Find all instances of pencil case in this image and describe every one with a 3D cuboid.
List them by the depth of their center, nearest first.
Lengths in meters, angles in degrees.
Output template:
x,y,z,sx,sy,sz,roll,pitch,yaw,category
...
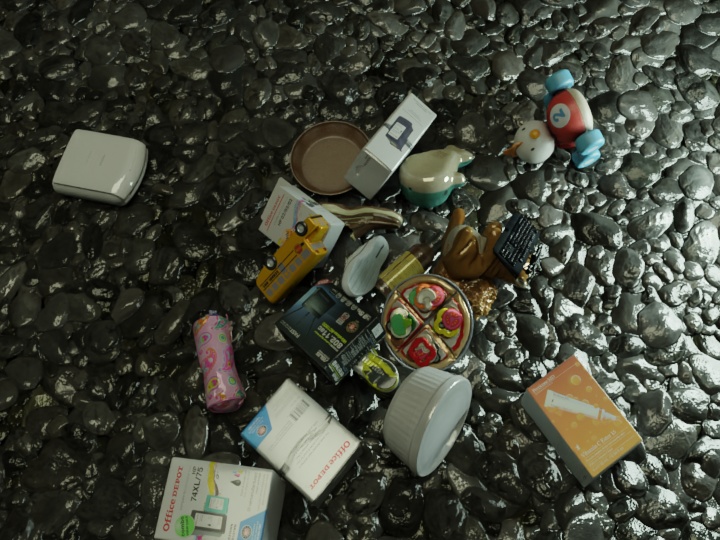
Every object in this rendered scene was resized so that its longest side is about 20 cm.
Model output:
x,y,z,sx,sy,sz,roll,pitch,yaw,category
-0.294,0.190,1.592,0.085,0.088,0.204,-15,64,-3,pencil case

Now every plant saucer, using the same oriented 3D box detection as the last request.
x,y,z,sx,sy,sz,roll,pitch,yaw,category
-0.067,-0.258,1.806,0.195,0.037,0.205,-1,65,3,plant saucer

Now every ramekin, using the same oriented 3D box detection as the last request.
x,y,z,sx,sy,sz,roll,pitch,yaw,category
0.123,0.279,1.461,0.093,0.204,0.204,24,68,29,ramekin

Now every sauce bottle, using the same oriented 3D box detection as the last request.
x,y,z,sx,sy,sz,roll,pitch,yaw,category
0.112,-0.011,1.661,0.199,0.065,0.065,-40,68,-13,sauce bottle

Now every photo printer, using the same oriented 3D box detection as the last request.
x,y,z,sx,sy,sz,roll,pitch,yaw,category
-0.609,-0.243,1.825,0.195,0.070,0.170,11,67,10,photo printer

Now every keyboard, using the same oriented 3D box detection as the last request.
x,y,z,sx,sy,sz,roll,pitch,yaw,category
0.334,-0.054,1.554,0.104,0.040,0.200,47,38,-4,keyboard

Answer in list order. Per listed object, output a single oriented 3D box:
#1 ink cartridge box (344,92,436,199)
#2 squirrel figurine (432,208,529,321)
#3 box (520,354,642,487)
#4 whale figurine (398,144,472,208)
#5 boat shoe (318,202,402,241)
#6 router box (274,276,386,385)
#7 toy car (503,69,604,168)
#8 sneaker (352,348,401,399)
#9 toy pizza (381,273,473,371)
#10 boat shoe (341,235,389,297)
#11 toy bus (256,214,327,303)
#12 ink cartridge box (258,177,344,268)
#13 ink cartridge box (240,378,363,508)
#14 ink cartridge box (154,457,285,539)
x,y,z,sx,sy,sz,roll,pitch,yaw,category
0.065,-0.275,1.717,0.084,0.145,0.201,39,62,-2,ink cartridge box
0.258,-0.003,1.620,0.183,0.142,0.204,21,102,-11,squirrel figurine
0.421,0.289,1.479,0.123,0.098,0.201,-32,66,-10,box
0.172,-0.214,1.745,0.157,0.106,0.199,26,45,31,whale figurine
-0.006,-0.100,1.715,0.197,0.075,0.077,6,76,16,boat shoe
-0.064,0.119,1.576,0.150,0.063,0.199,-43,44,-13,router box
0.414,-0.307,1.727,0.197,0.177,0.188,-26,76,6,toy car
0.015,0.197,1.572,0.074,0.085,0.200,-37,46,-9,sneaker
0.133,0.109,1.576,0.195,0.032,0.206,0,89,19,toy pizza
0.000,0.000,1.635,0.066,0.074,0.200,-21,17,36,boat shoe
-0.138,-0.027,1.627,0.200,0.065,0.079,-45,78,24,toy bus
-0.146,-0.108,1.696,0.199,0.067,0.117,36,110,20,ink cartridge box
-0.113,0.338,1.507,0.199,0.084,0.145,37,73,19,ink cartridge box
-0.257,0.448,1.433,0.195,0.147,0.150,5,65,7,ink cartridge box
